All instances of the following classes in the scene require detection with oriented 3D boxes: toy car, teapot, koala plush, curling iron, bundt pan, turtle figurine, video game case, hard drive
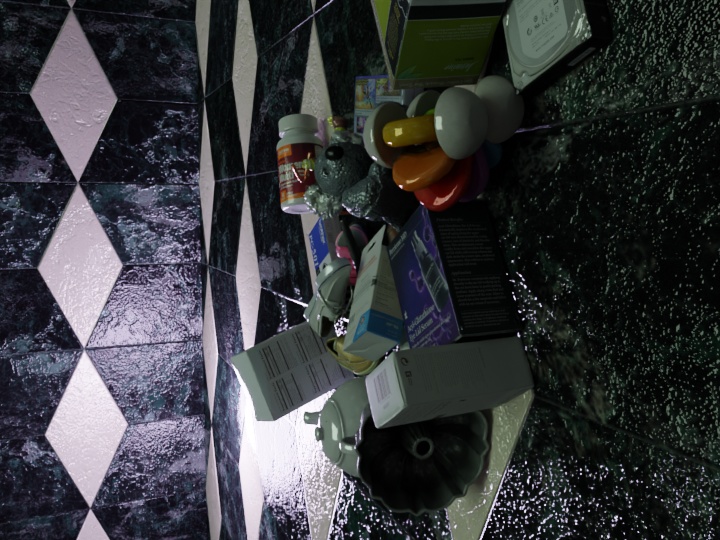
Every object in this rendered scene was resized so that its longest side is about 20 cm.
[{"bbox_3d":[0.115,-0.159,0.887,0.173,0.198,0.154,0,110,46],"label":"toy car"},{"bbox_3d":[-0.016,0.296,1.265,0.202,0.143,0.200,113,145,-43],"label":"teapot"},{"bbox_3d":[0.006,-0.147,1.064,0.196,0.183,0.181,10,75,35],"label":"koala plush"},{"bbox_3d":[0.000,0.000,1.265,0.050,0.025,0.205,-48,-56,-67],"label":"curling iron"},{"bbox_3d":[0.082,0.242,0.987,0.076,0.196,0.208,-136,47,-75],"label":"bundt pan"},{"bbox_3d":[-0.047,-0.209,1.304,0.063,0.198,0.165,-7,66,40],"label":"turtle figurine"},{"bbox_3d":[0.044,-0.247,1.198,0.199,0.044,0.186,-150,59,-63],"label":"video game case"},{"bbox_3d":[0.218,-0.331,0.802,0.139,0.037,0.205,152,114,-64],"label":"hard drive"}]

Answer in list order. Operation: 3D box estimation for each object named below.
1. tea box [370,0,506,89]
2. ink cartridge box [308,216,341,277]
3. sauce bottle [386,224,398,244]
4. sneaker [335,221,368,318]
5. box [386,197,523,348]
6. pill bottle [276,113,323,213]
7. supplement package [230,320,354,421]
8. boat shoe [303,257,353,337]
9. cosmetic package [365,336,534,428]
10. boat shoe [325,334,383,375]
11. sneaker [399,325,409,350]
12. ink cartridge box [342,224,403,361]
[{"bbox_3d":[0.096,-0.386,0.903,0.198,0.130,0.204,105,157,-62],"label":"tea box"},{"bbox_3d":[-0.063,-0.009,1.468,0.094,0.043,0.204,131,132,-55],"label":"ink cartridge box"},{"bbox_3d":[0.081,-0.040,1.114,0.066,0.064,0.204,121,142,-51],"label":"sauce bottle"},{"bbox_3d":[-0.012,-0.004,1.343,0.096,0.077,0.204,-80,-3,-63],"label":"sneaker"},{"bbox_3d":[0.126,0.021,0.963,0.148,0.102,0.204,127,135,-56],"label":"box"},{"bbox_3d":[-0.133,-0.238,1.529,0.109,0.107,0.206,160,106,-65],"label":"pill bottle"},{"bbox_3d":[-0.147,0.207,1.448,0.154,0.197,0.151,66,154,1],"label":"supplement package"},{"bbox_3d":[-0.049,0.064,1.267,0.087,0.073,0.203,55,142,22],"label":"boat shoe"},{"bbox_3d":[0.115,0.144,0.881,0.102,0.195,0.076,128,134,-56],"label":"cosmetic package"},{"bbox_3d":[-0.019,0.156,1.319,0.073,0.075,0.199,-62,17,-19],"label":"boat shoe"},{"bbox_3d":[0.070,0.172,1.094,0.074,0.113,0.203,112,148,-46],"label":"sneaker"},{"bbox_3d":[0.034,0.039,1.177,0.116,0.066,0.204,134,151,-58],"label":"ink cartridge box"}]
